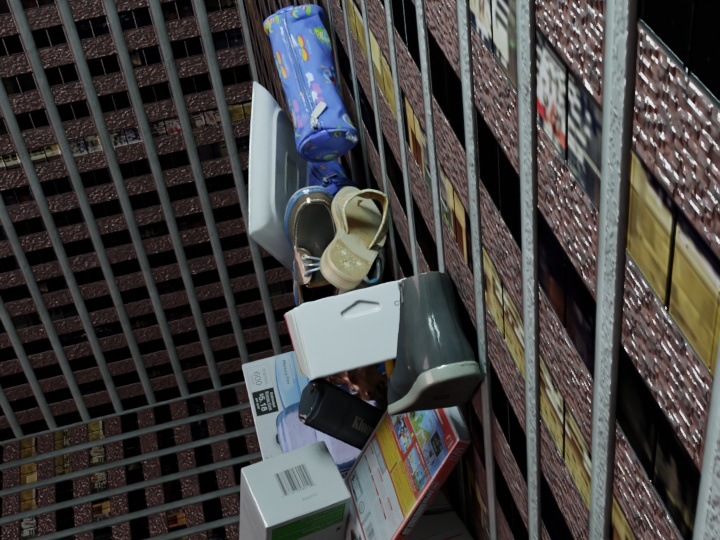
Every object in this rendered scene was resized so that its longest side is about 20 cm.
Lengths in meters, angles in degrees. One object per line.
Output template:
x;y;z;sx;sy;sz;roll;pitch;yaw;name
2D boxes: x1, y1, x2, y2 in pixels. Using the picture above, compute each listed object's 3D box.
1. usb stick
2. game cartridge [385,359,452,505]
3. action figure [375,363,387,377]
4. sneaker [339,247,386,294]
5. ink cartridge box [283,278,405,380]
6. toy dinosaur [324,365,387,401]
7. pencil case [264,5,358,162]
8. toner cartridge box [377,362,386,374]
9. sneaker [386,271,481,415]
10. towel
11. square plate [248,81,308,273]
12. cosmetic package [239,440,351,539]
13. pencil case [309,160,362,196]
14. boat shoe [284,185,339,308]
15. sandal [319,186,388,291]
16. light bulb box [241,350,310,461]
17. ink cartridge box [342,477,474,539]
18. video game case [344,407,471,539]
-0.004;0.177;1.288;0.200;0.033;0.056;35;-113;-48;usb stick
0.070;0.208;1.431;0.176;0.032;0.200;-152;48;-82;game cartridge
0.004;0.157;1.577;0.102;0.119;0.200;140;126;-73;action figure
0.000;0.000;1.448;0.200;0.075;0.087;83;166;-48;sneaker
-0.006;0.067;1.275;0.200;0.145;0.084;147;108;-84;ink cartridge box
-0.035;0.107;1.450;0.200;0.136;0.086;-8;125;53;toy dinosaur
-0.062;-0.234;1.376;0.087;0.078;0.200;44;-151;-71;pencil case
-0.015;0.089;1.664;0.043;0.095;0.200;110;146;-78;toner cartridge box
0.064;0.072;1.049;0.200;0.075;0.106;121;141;-69;sneaker
-0.029;0.214;1.483;0.200;0.049;0.112;-26;71;39;towel
-0.100;-0.115;1.426;0.198;0.028;0.200;47;-139;-72;square plate
-0.081;0.296;1.307;0.200;0.108;0.085;96;151;-51;cosmetic package
-0.043;-0.107;1.556;0.200;0.078;0.087;-121;9;-71;pencil case
-0.049;-0.011;1.377;0.072;0.072;0.200;-110;12;-49;boat shoe
0.008;-0.058;1.286;0.070;0.078;0.212;-51;12;31;sandal
-0.057;0.219;1.742;0.125;0.200;0.198;36;-141;-79;light bulb box
0.058;0.314;1.272;0.200;0.116;0.068;-129;30;-48;ink cartridge box
0.046;0.208;1.205;0.200;0.017;0.143;-61;27;26;video game case
